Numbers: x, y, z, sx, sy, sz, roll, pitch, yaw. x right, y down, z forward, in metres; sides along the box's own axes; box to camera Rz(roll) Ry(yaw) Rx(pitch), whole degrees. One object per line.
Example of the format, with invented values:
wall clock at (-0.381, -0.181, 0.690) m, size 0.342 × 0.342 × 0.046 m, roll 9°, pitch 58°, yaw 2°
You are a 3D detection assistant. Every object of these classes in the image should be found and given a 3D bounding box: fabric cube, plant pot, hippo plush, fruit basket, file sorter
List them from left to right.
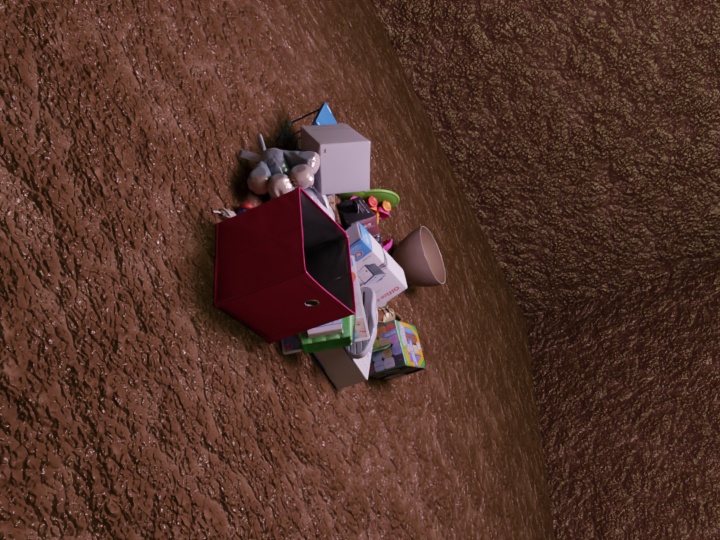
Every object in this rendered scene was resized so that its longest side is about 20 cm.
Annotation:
hippo plush at (-0.180, -0.179, 1.564) m, size 0.159 × 0.200 × 0.161 m, roll -51°, pitch 149°, yaw -36°
fabric cube at (-0.146, -0.004, 1.361) m, size 0.196 × 0.199 × 0.200 m, roll 45°, pitch 32°, yaw -51°
fruit basket at (-0.087, 0.067, 1.479) m, size 0.094 × 0.185 × 0.201 m, roll 92°, pitch -11°, yaw -71°
file sorter at (-0.105, -0.306, 1.836) m, size 0.200 × 0.122 × 0.139 m, roll 59°, pitch 23°, yaw -25°
plant pot at (0.180, -0.029, 2.303) m, size 0.200 × 0.134 × 0.201 m, roll 52°, pitch 26°, yaw -39°

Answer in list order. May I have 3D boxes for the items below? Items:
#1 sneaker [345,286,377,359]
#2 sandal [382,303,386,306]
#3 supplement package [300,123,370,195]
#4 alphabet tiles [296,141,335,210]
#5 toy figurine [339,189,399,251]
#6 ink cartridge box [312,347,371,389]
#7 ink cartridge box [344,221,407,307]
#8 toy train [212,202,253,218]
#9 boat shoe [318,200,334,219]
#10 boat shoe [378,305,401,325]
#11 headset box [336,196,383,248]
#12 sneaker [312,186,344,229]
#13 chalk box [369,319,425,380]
sneaker at (0.012, 0.128, 1.583) m, size 0.200 × 0.073 × 0.071 m, roll -77°, pitch 156°, yaw -44°
sandal at (0.017, 0.057, 1.925) m, size 0.050 × 0.083 × 0.203 m, roll 31°, pitch 0°, yaw 33°
supplement package at (-0.062, -0.266, 1.652) m, size 0.200 × 0.121 × 0.120 m, roll -126°, pitch -147°, yaw -62°
alphabet tiles at (-0.122, -0.259, 1.933) m, size 0.200 × 0.006 × 0.167 m, roll 48°, pitch 30°, yaw -45°
toy figurine at (0.027, -0.132, 2.056) m, size 0.200 × 0.150 × 0.185 m, roll 15°, pitch 65°, yaw -40°
ink cartridge box at (-0.040, 0.153, 1.648) m, size 0.145 × 0.084 × 0.200 m, roll 58°, pitch 22°, yaw -28°
ink cartridge box at (0.000, 0.000, 1.750) m, size 0.200 × 0.146 × 0.086 m, roll 46°, pitch 18°, yaw -31°
toy train at (-0.199, -0.113, 1.444) m, size 0.200 × 0.115 × 0.085 m, roll 22°, pitch 50°, yaw -64°
boat shoe at (-0.133, -0.155, 1.712) m, size 0.200 × 0.074 × 0.065 m, roll 55°, pitch 22°, yaw 13°
boat shoe at (0.055, 0.125, 1.909) m, size 0.076 × 0.074 × 0.200 m, roll 56°, pitch 12°, yaw 22°
headset box at (0.003, -0.093, 1.863) m, size 0.149 × 0.075 × 0.200 m, roll -123°, pitch -164°, yaw -59°
sneaker at (-0.093, -0.130, 1.813) m, size 0.112 × 0.073 × 0.201 m, roll -55°, pitch 129°, yaw -71°
chalk box at (0.070, 0.207, 1.819) m, size 0.200 × 0.125 × 0.124 m, roll 26°, pitch 47°, yaw -63°
